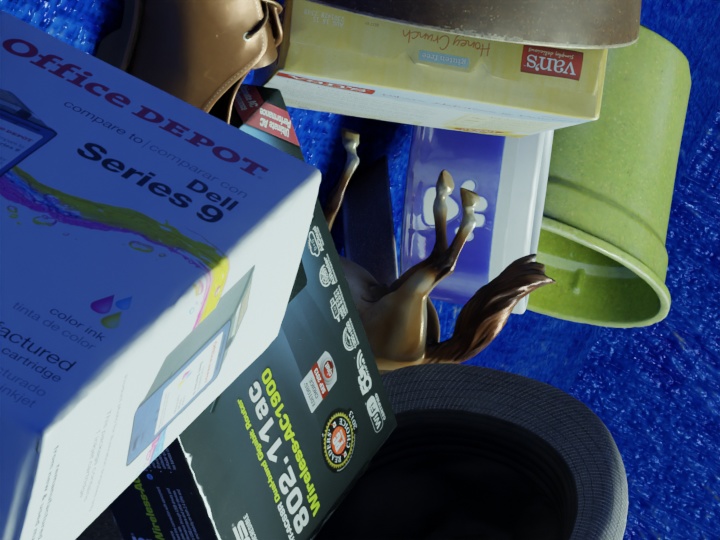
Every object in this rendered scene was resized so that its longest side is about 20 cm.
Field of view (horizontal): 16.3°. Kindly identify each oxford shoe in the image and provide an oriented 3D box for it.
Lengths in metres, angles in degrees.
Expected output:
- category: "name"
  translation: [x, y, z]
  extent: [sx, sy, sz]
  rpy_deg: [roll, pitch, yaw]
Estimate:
- category: "oxford shoe"
  translation: [-0.059, -0.124, 1.044]
  extent: [0.071, 0.071, 0.201]
  rpy_deg: [-46, 159, -47]

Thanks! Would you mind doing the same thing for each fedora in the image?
- category: "fedora"
  translation: [0.041, 0.145, 1.252]
  extent: [0.200, 0.176, 0.091]
  rpy_deg: [-66, 160, -49]

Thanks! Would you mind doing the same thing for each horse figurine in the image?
- category: "horse figurine"
  translation: [0.000, 0.000, 1.335]
  extent: [0.050, 0.199, 0.133]
  rpy_deg: [-7, 117, -60]

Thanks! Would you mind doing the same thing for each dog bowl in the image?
- category: "dog bowl"
  translation: [0.077, -0.078, 1.558]
  extent: [0.200, 0.078, 0.201]
  rpy_deg: [8, 90, -85]

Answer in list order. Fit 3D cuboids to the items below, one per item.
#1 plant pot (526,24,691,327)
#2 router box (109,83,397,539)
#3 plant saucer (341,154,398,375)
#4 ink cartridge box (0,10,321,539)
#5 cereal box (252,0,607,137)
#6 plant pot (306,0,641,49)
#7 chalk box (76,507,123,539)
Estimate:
- category: "plant pot"
  translation: [0.155, -0.083, 1.839]
  extent: [0.200, 0.200, 0.185]
  rpy_deg: [80, 29, -72]
- category: "router box"
  translation: [-0.067, 0.036, 1.159]
  extent: [0.150, 0.062, 0.201]
  rpy_deg: [-50, 130, -43]
- category: "plant saucer"
  translation: [0.010, 0.029, 1.584]
  extent: [0.200, 0.034, 0.201]
  rpy_deg: [175, -90, -89]
- category: "ink cartridge box"
  translation: [-0.124, 0.007, 0.868]
  extent: [0.200, 0.145, 0.088]
  rpy_deg: [-44, 158, -54]
- category: "cereal box"
  translation: [0.026, -0.092, 1.175]
  extent: [0.200, 0.143, 0.040]
  rpy_deg: [-179, -83, -83]
- category: "plant pot"
  translation: [0.049, -0.216, 1.093]
  extent: [0.187, 0.186, 0.201]
  rpy_deg: [-31, 133, -68]
- category: "chalk box"
  translation: [-0.063, 0.165, 1.317]
  extent: [0.124, 0.124, 0.201]
  rpy_deg: [-45, 116, -54]
